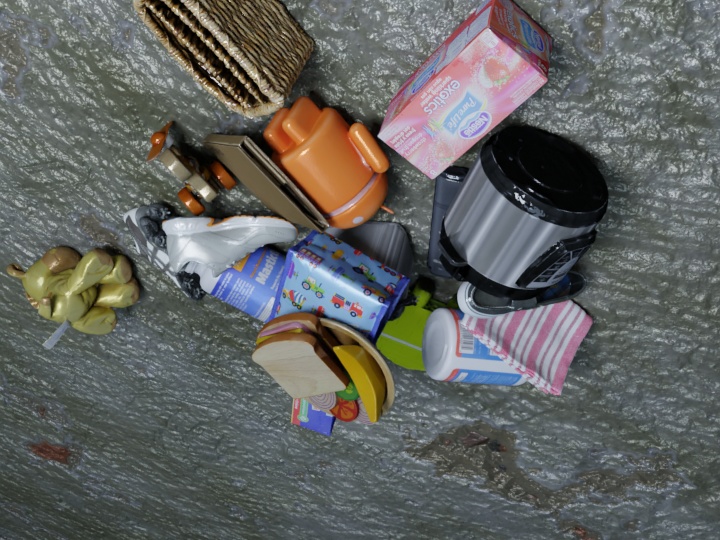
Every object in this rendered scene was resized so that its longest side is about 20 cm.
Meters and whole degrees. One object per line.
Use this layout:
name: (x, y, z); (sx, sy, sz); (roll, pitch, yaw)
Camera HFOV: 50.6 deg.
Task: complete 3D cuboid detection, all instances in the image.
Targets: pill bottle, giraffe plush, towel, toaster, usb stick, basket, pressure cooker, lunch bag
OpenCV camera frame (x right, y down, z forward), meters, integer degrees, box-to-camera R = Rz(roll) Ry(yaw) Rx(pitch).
pill bottle: (0.205, 0.121, 1.182); (0.200, 0.112, 0.112); (8, 139, -19)
pill bottle: (-0.187, 0.003, 1.227); (0.200, 0.112, 0.112); (29, 135, -11)
giraffe plush: (-0.521, 0.026, 1.350); (0.162, 0.200, 0.173); (31, 148, 31)
towel: (0.251, 0.074, 1.127); (0.200, 0.147, 0.030); (38, 158, -18)
toaster: (0.000, 0.000, 1.147); (0.200, 0.129, 0.114); (-4, 132, 22)
usb stick: (0.129, -0.066, 1.108); (0.055, 0.033, 0.200); (10, 136, 8)
basket: (-0.180, -0.276, 0.923); (0.143, 0.149, 0.200); (-24, 123, 35)
pressure cooker: (0.201, -0.061, 0.986); (0.176, 0.179, 0.200); (23, 132, -4)
lunch bag: (-0.047, 0.069, 1.058); (0.150, 0.094, 0.200); (30, 121, 9)

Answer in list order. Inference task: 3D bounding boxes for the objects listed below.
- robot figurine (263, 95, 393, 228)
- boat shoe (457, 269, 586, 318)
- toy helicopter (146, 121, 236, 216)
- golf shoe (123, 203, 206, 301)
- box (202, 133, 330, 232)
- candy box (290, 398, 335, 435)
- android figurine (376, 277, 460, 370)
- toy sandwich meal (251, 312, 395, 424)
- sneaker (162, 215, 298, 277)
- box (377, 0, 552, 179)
robot figurine: (-0.040, -0.138, 1.034); (0.144, 0.117, 0.200); (-39, 117, 7)
boat shoe: (0.231, 0.024, 1.080); (0.200, 0.069, 0.057); (-8, 175, -26)
toy helicopter: (-0.251, -0.151, 1.067); (0.079, 0.200, 0.132); (-40, 96, -1)
golf shoe: (-0.320, -0.032, 1.278); (0.094, 0.078, 0.200); (7, 136, 37)
box: (-0.135, -0.125, 1.061); (0.163, 0.021, 0.200); (45, 170, -25)
candy box: (-0.047, 0.137, 1.247); (0.077, 0.200, 0.169); (15, 136, 4)
android figurine: (0.102, 0.098, 1.273); (0.182, 0.041, 0.200); (21, 134, -3)
toy sandwich meal: (-0.049, 0.142, 1.022); (0.205, 0.070, 0.205); (17, 132, 19)
sneaker: (-0.192, -0.036, 1.144); (0.200, 0.076, 0.092); (-2, 93, -7)
box: (0.123, -0.217, 0.912); (0.095, 0.103, 0.200); (36, 133, -17)
